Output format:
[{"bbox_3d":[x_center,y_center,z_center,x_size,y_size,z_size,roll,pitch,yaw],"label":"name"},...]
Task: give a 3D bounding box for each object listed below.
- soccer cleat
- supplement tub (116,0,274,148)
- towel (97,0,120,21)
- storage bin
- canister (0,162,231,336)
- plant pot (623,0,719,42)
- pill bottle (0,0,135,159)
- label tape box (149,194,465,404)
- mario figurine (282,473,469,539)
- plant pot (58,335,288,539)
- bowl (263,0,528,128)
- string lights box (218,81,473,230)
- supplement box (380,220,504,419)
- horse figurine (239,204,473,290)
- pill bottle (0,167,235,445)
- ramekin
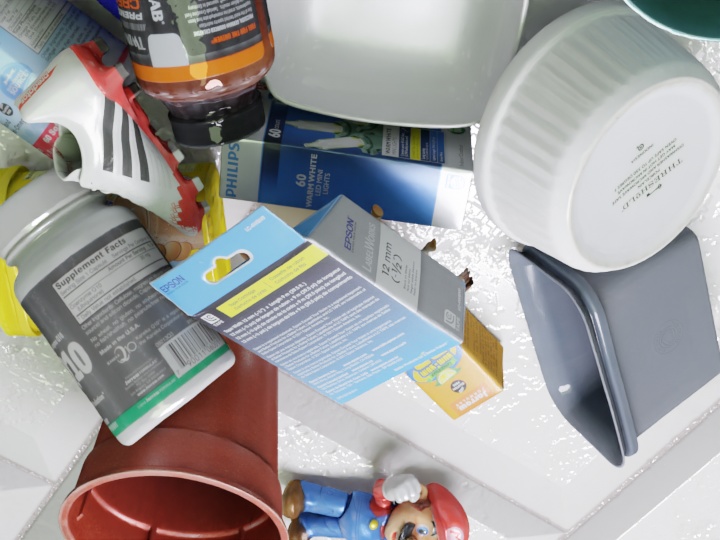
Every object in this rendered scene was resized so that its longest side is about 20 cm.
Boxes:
[{"bbox_3d":[-0.181,-0.084,0.818,0.085,0.069,0.201,-36,143,-6],"label":"soccer cleat"},{"bbox_3d":[-0.119,-0.192,0.766,0.105,0.107,0.203,-6,117,7],"label":"supplement tub"},{"bbox_3d":[-0.186,-0.276,0.811,0.199,0.050,0.147,40,116,-21],"label":"towel"},{"bbox_3d":[0.229,0.043,0.965,0.133,0.146,0.202,-28,122,-11],"label":"storage bin"},{"bbox_3d":[-0.219,-0.020,0.960,0.196,0.087,0.151,-3,116,3],"label":"canister"},{"bbox_3d":[0.237,-0.277,0.719,0.196,0.162,0.204,1,124,2],"label":"plant pot"},{"bbox_3d":[-0.278,-0.180,0.845,0.199,0.109,0.109,35,119,-19],"label":"pill bottle"},{"bbox_3d":[-0.037,0.012,0.826,0.199,0.067,0.142,35,134,-28],"label":"label tape box"},{"bbox_3d":[0.014,0.268,1.130,0.196,0.108,0.124,0,159,12],"label":"mario figurine"},{"bbox_3d":[-0.156,0.153,0.995,0.197,0.198,0.203,1,138,1],"label":"plant pot"},{"bbox_3d":[0.026,-0.216,0.825,0.196,0.075,0.203,7,123,-2],"label":"bowl"},{"bbox_3d":[-0.010,-0.095,0.891,0.196,0.104,0.060,8,126,-3],"label":"string lights box"},{"bbox_3d":[0.050,0.046,1.005,0.066,0.069,0.200,-35,117,24],"label":"supplement box"},{"bbox_3d":[0.000,0.000,0.897,0.198,0.051,0.132,26,142,-29],"label":"horse figurine"},{"bbox_3d":[-0.197,0.024,0.853,0.113,0.113,0.201,-36,90,24],"label":"pill bottle"},{"bbox_3d":[0.190,-0.092,0.834,0.200,0.094,0.205,-19,129,-24],"label":"ramekin"}]
